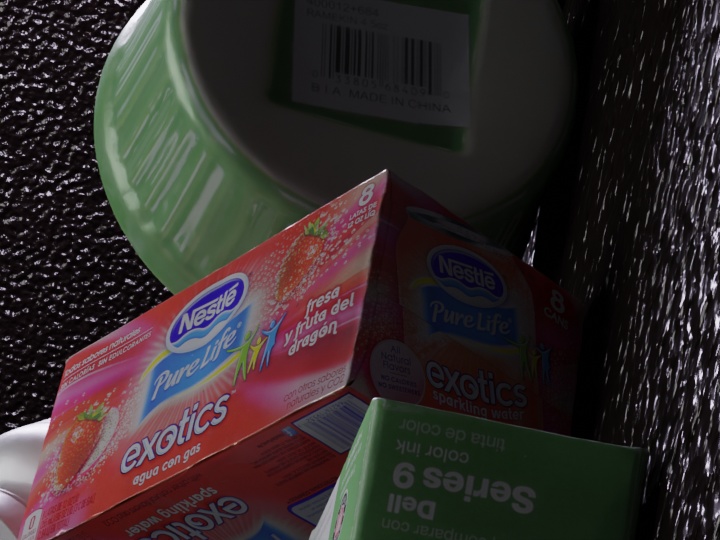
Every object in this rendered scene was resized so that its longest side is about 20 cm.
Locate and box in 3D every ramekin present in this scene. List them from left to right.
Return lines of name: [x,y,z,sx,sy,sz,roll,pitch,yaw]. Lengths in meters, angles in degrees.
ramekin: [-0.005,-0.072,1.134,0.098,0.199,0.201,123,160,-59]

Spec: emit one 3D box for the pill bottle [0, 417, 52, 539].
pill bottle: [-0.096,0.110,1.130,0.200,0.112,0.113,-17,-54,-54]

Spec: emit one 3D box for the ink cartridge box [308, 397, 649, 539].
ink cartridge box: [0.017,0.157,0.786,0.145,0.087,0.201,111,168,-68]

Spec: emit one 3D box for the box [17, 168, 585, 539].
box: [-0.024,0.060,0.986,0.200,0.102,0.095,-30,37,43]
